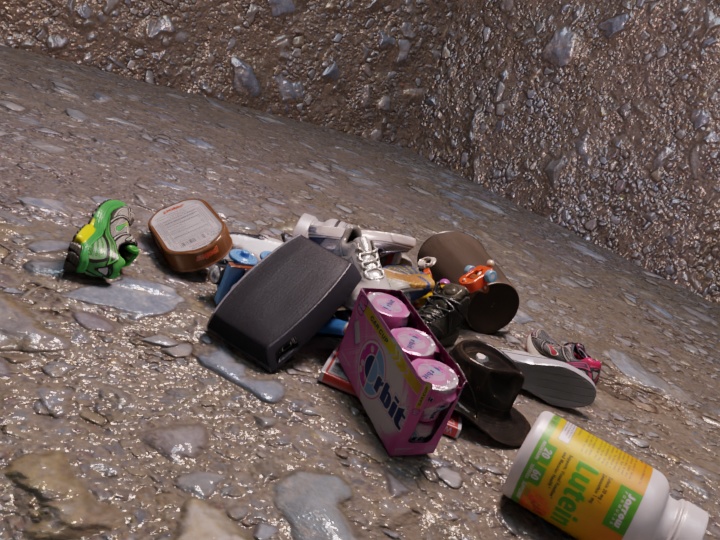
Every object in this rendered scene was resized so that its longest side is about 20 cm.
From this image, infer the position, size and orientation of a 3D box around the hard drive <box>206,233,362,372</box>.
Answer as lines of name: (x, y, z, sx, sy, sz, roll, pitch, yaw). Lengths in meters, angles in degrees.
hard drive: (-0.104, 0.034, 0.964, 0.134, 0.042, 0.200, 29, 55, 23)

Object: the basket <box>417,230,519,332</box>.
basket: (0.227, 0.027, 1.415, 0.180, 0.136, 0.200, 25, 17, -28)

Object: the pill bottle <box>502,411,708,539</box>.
pill bottle: (0.272, 0.254, 0.784, 0.199, 0.112, 0.111, 27, 18, 22)

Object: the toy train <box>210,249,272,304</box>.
toy train: (-0.130, 0.027, 1.074, 0.199, 0.087, 0.114, 7, 27, -39)

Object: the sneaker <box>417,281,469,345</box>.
sneaker: (0.117, 0.074, 1.165, 0.076, 0.115, 0.199, 29, 20, 32)

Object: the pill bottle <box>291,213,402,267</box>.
pill bottle: (-0.029, -0.028, 1.303, 0.199, 0.116, 0.116, 21, 17, 4)

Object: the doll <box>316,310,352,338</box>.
doll: (-0.016, 0.082, 1.019, 0.199, 0.049, 0.136, 9, 3, -14)

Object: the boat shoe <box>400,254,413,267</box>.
boat shoe: (0.048, -0.013, 1.439, 0.070, 0.071, 0.200, 26, 11, 28)

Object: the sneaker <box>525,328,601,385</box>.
sneaker: (0.373, 0.157, 1.271, 0.080, 0.075, 0.200, 14, 17, -22)

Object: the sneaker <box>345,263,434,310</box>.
sneaker: (0.045, 0.045, 1.200, 0.199, 0.089, 0.075, -7, 32, -43)

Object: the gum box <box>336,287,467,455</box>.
gum box: (0.047, 0.125, 0.872, 0.066, 0.114, 0.200, 4, 30, -28)

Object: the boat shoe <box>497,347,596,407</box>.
boat shoe: (0.288, 0.164, 1.148, 0.199, 0.074, 0.067, 20, 19, -1)

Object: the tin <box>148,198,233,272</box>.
tin: (-0.282, -0.063, 1.153, 0.111, 0.042, 0.200, -23, 35, -20)

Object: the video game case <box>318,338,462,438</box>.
video game case: (0.049, 0.159, 0.981, 0.199, 0.018, 0.143, 22, 17, 5)

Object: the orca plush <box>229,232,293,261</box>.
orca plush: (-0.173, -0.011, 1.222, 0.199, 0.071, 0.106, 7, 64, -10)

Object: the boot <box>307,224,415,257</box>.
boot: (0.000, -0.025, 1.210, 0.199, 0.091, 0.073, 5, 4, -21)

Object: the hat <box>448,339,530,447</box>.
hat: (0.175, 0.151, 0.992, 0.200, 0.081, 0.201, 31, 16, -10)

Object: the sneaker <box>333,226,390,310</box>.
sneaker: (0.000, 0.000, 1.051, 0.074, 0.088, 0.200, 2, 27, -27)

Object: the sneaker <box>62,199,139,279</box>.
sneaker: (-0.369, -0.040, 1.037, 0.085, 0.078, 0.200, 23, 25, -14)

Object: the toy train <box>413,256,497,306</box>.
toy train: (0.161, 0.031, 1.321, 0.150, 0.056, 0.200, -34, 25, -27)
